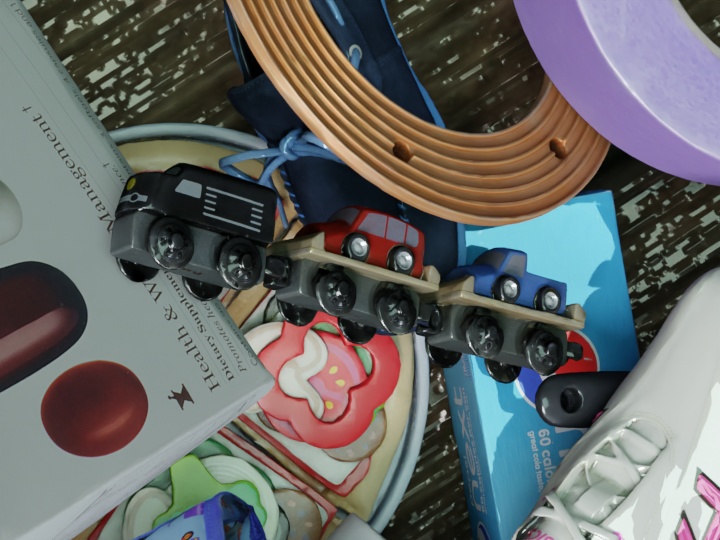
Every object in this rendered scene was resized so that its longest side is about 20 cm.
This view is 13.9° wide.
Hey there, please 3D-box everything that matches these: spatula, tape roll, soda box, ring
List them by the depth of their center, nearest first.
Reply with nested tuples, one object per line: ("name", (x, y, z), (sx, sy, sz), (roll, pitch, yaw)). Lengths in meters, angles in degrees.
("tape roll", (0.157, -0.131, 1.090), (0.199, 0.085, 0.202), (0, 91, -11))
("ring", (0.019, -0.107, 1.100), (0.200, 0.019, 0.202), (23, 53, -34))
("spatula", (0.138, 0.048, 1.132), (0.199, 0.020, 0.057), (2, 85, -44))
("soda box", (0.076, 0.073, 1.145), (0.067, 0.064, 0.201), (-10, 93, -9))

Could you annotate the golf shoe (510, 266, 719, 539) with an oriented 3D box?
("golf shoe", (0.098, 0.092, 1.047), (0.092, 0.072, 0.201), (8, 106, -51))

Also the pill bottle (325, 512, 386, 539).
("pill bottle", (-0.037, 0.193, 1.104), (0.112, 0.112, 0.200), (42, 86, -7))

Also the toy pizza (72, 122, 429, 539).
("toy pizza", (-0.070, 0.044, 1.138), (0.199, 0.032, 0.202), (0, 92, -9))

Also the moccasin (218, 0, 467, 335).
("moccasin", (-0.024, -0.068, 1.109), (0.068, 0.080, 0.201), (-6, 71, -50))

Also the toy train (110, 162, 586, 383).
("toy train", (0.000, 0.000, 1.046), (0.199, 0.034, 0.046), (17, 71, -33))

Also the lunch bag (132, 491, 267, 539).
("lunch bag", (-0.087, 0.170, 1.026), (0.150, 0.200, 0.094), (-36, 131, 11))

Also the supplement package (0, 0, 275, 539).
("supplement package", (-0.174, 0.025, 1.003), (0.147, 0.200, 0.192), (-37, 87, 35))
